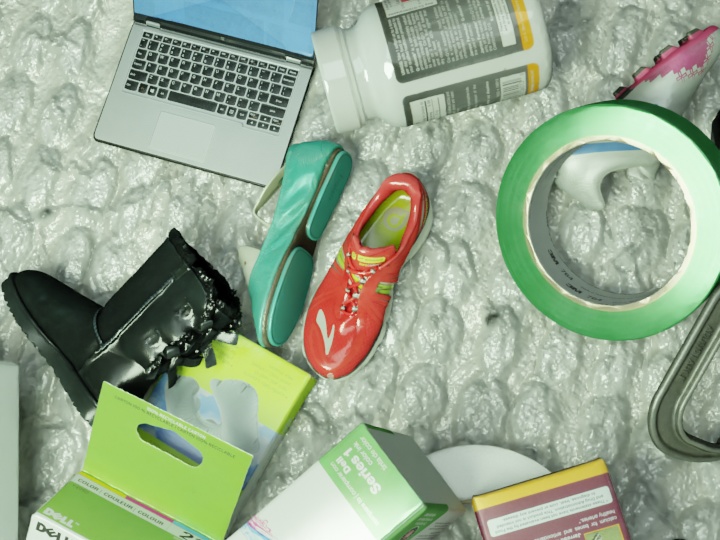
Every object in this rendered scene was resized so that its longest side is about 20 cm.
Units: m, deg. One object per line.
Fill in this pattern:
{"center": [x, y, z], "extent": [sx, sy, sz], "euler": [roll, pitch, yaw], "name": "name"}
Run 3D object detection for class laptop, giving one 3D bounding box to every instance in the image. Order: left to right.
{"center": [-0.145, -0.205, 1.062], "extent": [0.187, 0.116, 0.200], "euler": [16, 80, 9], "name": "laptop"}

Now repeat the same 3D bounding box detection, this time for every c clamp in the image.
{"center": [0.331, 0.083, 0.968], "extent": [0.171, 0.027, 0.200], "euler": [31, 95, -31], "name": "c clamp"}

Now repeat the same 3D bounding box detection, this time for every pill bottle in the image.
{"center": [0.063, -0.194, 1.040], "extent": [0.200, 0.116, 0.117], "euler": [-14, 77, 2], "name": "pill bottle"}

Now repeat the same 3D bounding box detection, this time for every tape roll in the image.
{"center": [0.098, 0.250, 0.986], "extent": [0.202, 0.037, 0.203], "euler": [-1, 79, 5], "name": "tape roll"}
{"center": [0.215, -0.042, 0.978], "extent": [0.200, 0.048, 0.201], "euler": [8, 106, 28], "name": "tape roll"}

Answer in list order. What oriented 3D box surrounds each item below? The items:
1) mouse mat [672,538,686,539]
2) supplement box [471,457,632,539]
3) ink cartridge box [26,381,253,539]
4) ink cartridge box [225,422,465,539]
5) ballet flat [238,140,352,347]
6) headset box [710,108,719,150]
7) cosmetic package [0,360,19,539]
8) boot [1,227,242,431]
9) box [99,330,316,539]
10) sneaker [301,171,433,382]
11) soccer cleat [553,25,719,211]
{"center": [0.296, 0.345, 0.963], "extent": [0.161, 0.008, 0.200], "euler": [24, 81, 10], "name": "mouse mat"}
{"center": [0.169, 0.261, 0.914], "extent": [0.110, 0.086, 0.200], "euler": [-17, 77, 1], "name": "supplement box"}
{"center": [-0.190, 0.213, 0.951], "extent": [0.148, 0.076, 0.200], "euler": [25, 118, 10], "name": "ink cartridge box"}
{"center": [-0.029, 0.219, 0.914], "extent": [0.200, 0.145, 0.084], "euler": [-41, 70, 5], "name": "ink cartridge box"}
{"center": [-0.070, -0.028, 1.050], "extent": [0.070, 0.067, 0.200], "euler": [14, 77, 24], "name": "ballet flat"}
{"center": [0.407, -0.062, 1.001], "extent": [0.200, 0.075, 0.149], "euler": [7, 80, 7], "name": "headset box"}
{"center": [-0.402, 0.181, 0.970], "extent": [0.200, 0.123, 0.200], "euler": [-11, 76, 30], "name": "cosmetic package"}
{"center": [-0.210, 0.029, 1.020], "extent": [0.162, 0.073, 0.198], "euler": [-44, 64, 5], "name": "boot"}
{"center": [-0.141, 0.153, 1.024], "extent": [0.122, 0.048, 0.200], "euler": [28, 82, 11], "name": "box"}
{"center": [0.000, 0.000, 1.022], "extent": [0.077, 0.085, 0.200], "euler": [22, 81, 10], "name": "sneaker"}
{"center": [0.259, -0.133, 1.040], "extent": [0.200, 0.070, 0.086], "euler": [-40, 89, 1], "name": "soccer cleat"}
